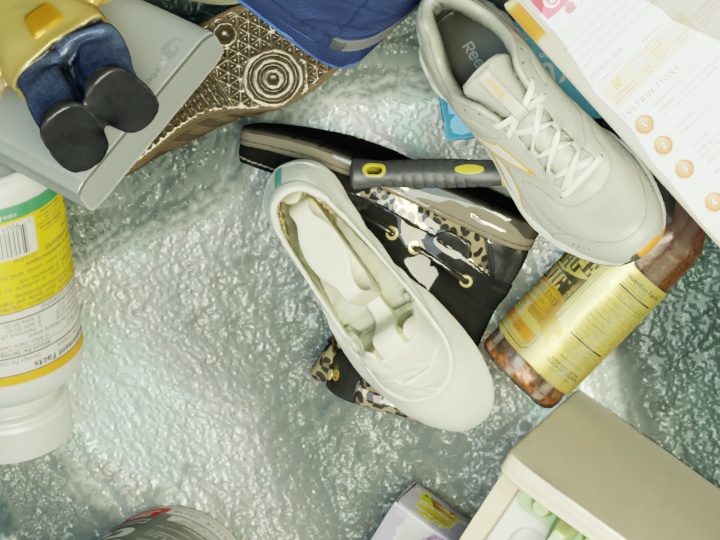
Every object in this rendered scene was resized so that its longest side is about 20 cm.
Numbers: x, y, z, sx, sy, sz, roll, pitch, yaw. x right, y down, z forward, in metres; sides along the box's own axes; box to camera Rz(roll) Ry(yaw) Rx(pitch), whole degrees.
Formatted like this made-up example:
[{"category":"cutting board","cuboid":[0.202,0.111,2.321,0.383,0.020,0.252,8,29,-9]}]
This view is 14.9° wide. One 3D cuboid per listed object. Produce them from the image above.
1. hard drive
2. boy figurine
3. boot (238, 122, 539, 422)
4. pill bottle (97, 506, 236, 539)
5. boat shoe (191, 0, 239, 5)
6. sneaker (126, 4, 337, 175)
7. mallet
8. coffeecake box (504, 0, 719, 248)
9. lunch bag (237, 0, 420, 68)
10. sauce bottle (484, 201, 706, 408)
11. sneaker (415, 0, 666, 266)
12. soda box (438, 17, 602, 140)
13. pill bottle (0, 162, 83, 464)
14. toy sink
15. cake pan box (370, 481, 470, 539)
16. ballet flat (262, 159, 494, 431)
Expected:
[{"category":"hard drive","cuboid":[-0.196,-0.126,1.708,0.200,0.026,0.132,27,71,37]},{"category":"boy figurine","cuboid":[-0.189,-0.151,1.664,0.124,0.064,0.200,-36,52,4]},{"category":"boot","cuboid":[0.000,0.000,1.721,0.199,0.073,0.151,20,104,7]},{"category":"pill bottle","cuboid":[-0.147,0.225,1.729,0.113,0.200,0.114,2,99,16]},{"category":"boat shoe","cuboid":[-0.153,-0.218,1.721,0.199,0.072,0.068,23,87,27]},{"category":"sneaker","cuboid":[-0.102,-0.120,1.737,0.199,0.076,0.071,-24,99,-4]},{"category":"mallet","cuboid":[0.092,-0.049,1.640,0.199,0.041,0.066,-7,71,10]},{"category":"coffeecake box","cuboid":[0.207,-0.128,1.564,0.153,0.073,0.200,-43,79,10]},{"category":"lunch bag","cuboid":[-0.038,-0.226,1.640,0.200,0.132,0.136,38,62,-2]},{"category":"sauce bottle","cuboid":[0.162,-0.005,1.673,0.066,0.066,0.200,44,98,6]},{"category":"sneaker","cuboid":[0.095,-0.083,1.580,0.076,0.092,0.200,-44,73,5]},{"category":"soda box","cuboid":[0.148,-0.127,1.659,0.199,0.064,0.068,-7,96,18]},{"category":"pill bottle","cuboid":[-0.237,0.018,1.756,0.112,0.113,0.201,2,116,16]},{"category":"toy sink","cuboid":[0.133,0.169,1.638,0.130,0.200,0.112,35,106,8]},{"category":"cake pan box","cuboid":[0.053,0.265,1.748,0.184,0.052,0.200,37,113,10]},{"category":"ballet flat","cuboid":[0.006,0.022,1.654,0.069,0.069,0.200,-35,95,18]}]
